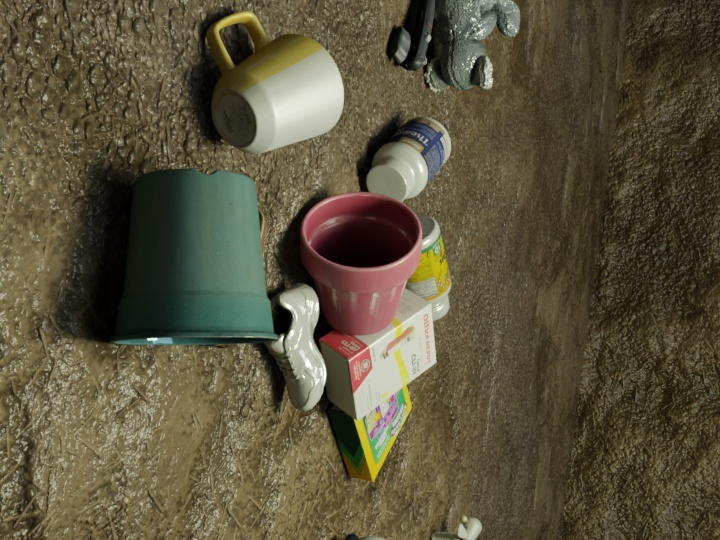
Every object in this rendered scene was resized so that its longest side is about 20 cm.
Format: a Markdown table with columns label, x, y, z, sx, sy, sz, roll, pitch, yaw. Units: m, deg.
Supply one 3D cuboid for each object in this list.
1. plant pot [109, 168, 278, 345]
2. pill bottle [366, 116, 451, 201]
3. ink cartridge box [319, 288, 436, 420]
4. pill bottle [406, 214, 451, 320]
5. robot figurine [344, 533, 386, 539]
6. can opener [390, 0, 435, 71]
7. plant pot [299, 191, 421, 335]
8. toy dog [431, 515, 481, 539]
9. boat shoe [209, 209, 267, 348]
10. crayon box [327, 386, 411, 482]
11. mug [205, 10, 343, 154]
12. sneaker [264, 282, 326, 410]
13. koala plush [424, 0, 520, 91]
| label | x | y | z | sx | sy | sz | roll | pitch | yaw |
| --- | --- | --- | --- | --- | --- | --- | --- | --- | --- |
| plant pot | -0.199 | -0.012 | 1.076 | 0.200 | 0.199 | 0.198 | 11 | 77 | -63 |
| pill bottle | 0.088 | -0.203 | 1.680 | 0.200 | 0.110 | 0.112 | -51 | 137 | -49 |
| ink cartridge box | 0.034 | 0.142 | 1.559 | 0.200 | 0.083 | 0.146 | -32 | 133 | -30 |
| pill bottle | 0.118 | 0.000 | 1.768 | 0.113 | 0.112 | 0.201 | -57 | 141 | -44 |
| robot figurine | 0.001 | 0.572 | 1.611 | 0.200 | 0.124 | 0.151 | -45 | 156 | -52 |
| can opener | 0.114 | -0.472 | 1.746 | 0.079 | 0.063 | 0.201 | 56 | 46 | -50 |
| plant pot | 0.000 | 0.000 | 1.472 | 0.200 | 0.199 | 0.180 | -56 | 156 | -44 |
| toy dog | 0.189 | 0.623 | 2.022 | 0.096 | 0.132 | 0.200 | 49 | 31 | -1 |
| boat shoe | -0.174 | 0.011 | 1.249 | 0.068 | 0.072 | 0.201 | 35 | 69 | -65 |
| crayon box | 0.022 | 0.260 | 1.676 | 0.200 | 0.058 | 0.173 | -55 | 141 | -44 |
| mug | -0.140 | -0.245 | 1.241 | 0.153 | 0.186 | 0.150 | -38 | 160 | -44 |
| sneaker | -0.113 | 0.125 | 1.390 | 0.099 | 0.078 | 0.201 | -13 | 96 | -55 |
| koala plush | 0.212 | -0.467 | 1.838 | 0.183 | 0.176 | 0.201 | 5 | 94 | -58 |
